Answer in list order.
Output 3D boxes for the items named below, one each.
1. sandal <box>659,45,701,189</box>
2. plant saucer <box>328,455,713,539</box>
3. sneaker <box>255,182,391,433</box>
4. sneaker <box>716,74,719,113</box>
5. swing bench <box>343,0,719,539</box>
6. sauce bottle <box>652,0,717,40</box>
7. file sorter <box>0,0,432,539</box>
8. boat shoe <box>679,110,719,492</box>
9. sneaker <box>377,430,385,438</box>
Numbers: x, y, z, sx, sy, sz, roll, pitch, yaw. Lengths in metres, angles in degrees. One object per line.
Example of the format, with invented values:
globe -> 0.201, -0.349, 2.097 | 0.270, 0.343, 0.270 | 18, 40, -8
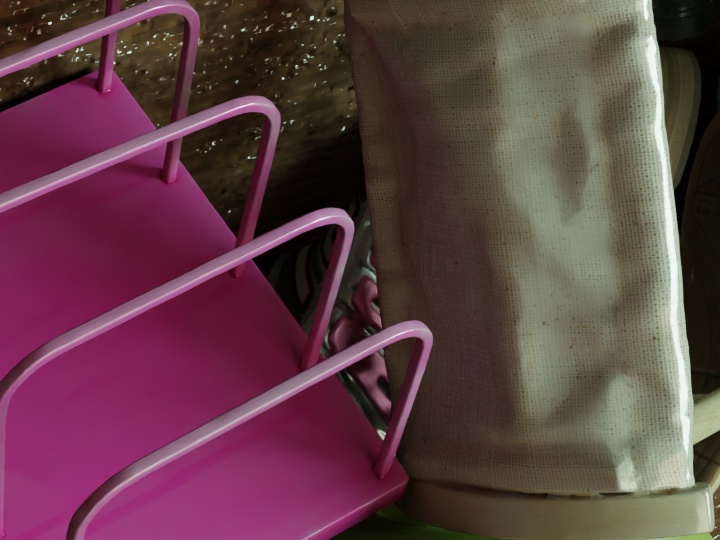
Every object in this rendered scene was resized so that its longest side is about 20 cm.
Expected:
sandal -> 0.099, -0.009, 1.028 | 0.069, 0.078, 0.212 | 7, 115, -10
plant saucer -> 0.031, 0.097, 0.788 | 0.200, 0.200, 0.031 | -11, 102, -37
sneaker -> 0.000, 0.000, 0.926 | 0.074, 0.087, 0.200 | 43, 67, -32
sneaker -> 0.231, -0.113, 1.032 | 0.076, 0.081, 0.200 | -17, 134, -35
swing bench -> 0.065, -0.023, 0.783 | 0.200, 0.129, 0.200 | -28, 113, -72
sauce bottle -> 0.125, -0.183, 0.885 | 0.066, 0.066, 0.200 | -31, 142, -20
file sorter -> -0.087, 0.000, 0.708 | 0.139, 0.200, 0.126 | -27, 156, -24
boat shoe -> 0.172, 0.022, 1.000 | 0.072, 0.072, 0.201 | 7, 100, -52
sneaker -> 0.025, 0.128, 1.057 | 0.108, 0.067, 0.202 | -21, 133, -21
